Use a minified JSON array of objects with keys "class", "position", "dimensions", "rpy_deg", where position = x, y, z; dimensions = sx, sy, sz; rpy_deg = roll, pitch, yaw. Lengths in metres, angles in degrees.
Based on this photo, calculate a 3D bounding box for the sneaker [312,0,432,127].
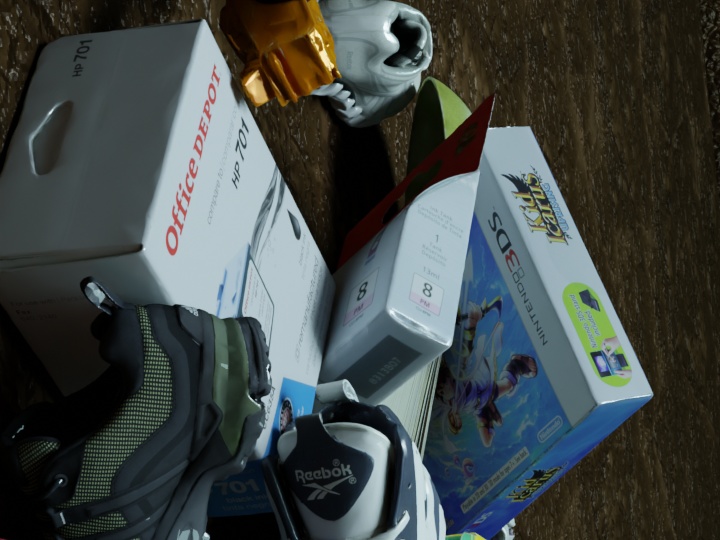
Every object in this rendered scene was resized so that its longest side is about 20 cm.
[{"class":"sneaker","position":[0.013,-0.138,1.311],"dimensions":[0.200,0.081,0.075],"rpy_deg":[7,76,-73]}]

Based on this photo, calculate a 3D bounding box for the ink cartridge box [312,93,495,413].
[{"class":"ink cartridge box","position":[0.000,0.000,1.121],"dimensions":[0.057,0.163,0.200],"rpy_deg":[28,45,-21]}]

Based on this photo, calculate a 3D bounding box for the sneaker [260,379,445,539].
[{"class":"sneaker","position":[-0.007,0.132,0.918],"dimensions":[0.199,0.079,0.130],"rpy_deg":[-76,150,-48]}]

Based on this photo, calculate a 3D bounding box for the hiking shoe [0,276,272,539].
[{"class":"hiking shoe","position":[-0.114,0.100,0.867],"dimensions":[0.076,0.101,0.200],"rpy_deg":[-127,-123,-73]}]

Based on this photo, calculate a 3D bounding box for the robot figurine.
[{"class":"robot figurine","position":[-0.070,-0.168,0.999],"dimensions":[0.145,0.058,0.200],"rpy_deg":[64,-3,-35]}]

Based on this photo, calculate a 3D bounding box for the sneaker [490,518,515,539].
[{"class":"sneaker","position":[0.067,0.163,1.356],"dimensions":[0.100,0.075,0.200],"rpy_deg":[48,13,25]}]

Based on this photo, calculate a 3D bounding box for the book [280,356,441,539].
[{"class":"book","position":[-0.008,0.111,1.146],"dimensions":[0.134,0.048,0.200],"rpy_deg":[-56,-167,43]}]

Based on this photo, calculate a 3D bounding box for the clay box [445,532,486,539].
[{"class":"clay box","position":[0.062,0.216,1.150],"dimensions":[0.200,0.048,0.115],"rpy_deg":[44,41,-69]}]

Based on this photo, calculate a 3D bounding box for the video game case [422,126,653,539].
[{"class":"video game case","position":[0.071,0.044,1.201],"dimensions":[0.045,0.200,0.181],"rpy_deg":[-6,62,-33]}]

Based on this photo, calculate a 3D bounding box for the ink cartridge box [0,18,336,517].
[{"class":"ink cartridge box","position":[-0.089,0.003,0.959],"dimensions":[0.200,0.086,0.147],"rpy_deg":[66,26,-47]}]

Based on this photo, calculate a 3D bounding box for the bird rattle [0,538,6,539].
[{"class":"bird rattle","position":[-0.178,0.099,0.657],"dimensions":[0.163,0.113,0.200],"rpy_deg":[62,21,-14]}]

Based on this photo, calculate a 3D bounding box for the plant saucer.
[{"class":"plant saucer","position":[0.057,-0.029,1.357],"dimensions":[0.200,0.031,0.200],"rpy_deg":[-178,-90,-84]}]
